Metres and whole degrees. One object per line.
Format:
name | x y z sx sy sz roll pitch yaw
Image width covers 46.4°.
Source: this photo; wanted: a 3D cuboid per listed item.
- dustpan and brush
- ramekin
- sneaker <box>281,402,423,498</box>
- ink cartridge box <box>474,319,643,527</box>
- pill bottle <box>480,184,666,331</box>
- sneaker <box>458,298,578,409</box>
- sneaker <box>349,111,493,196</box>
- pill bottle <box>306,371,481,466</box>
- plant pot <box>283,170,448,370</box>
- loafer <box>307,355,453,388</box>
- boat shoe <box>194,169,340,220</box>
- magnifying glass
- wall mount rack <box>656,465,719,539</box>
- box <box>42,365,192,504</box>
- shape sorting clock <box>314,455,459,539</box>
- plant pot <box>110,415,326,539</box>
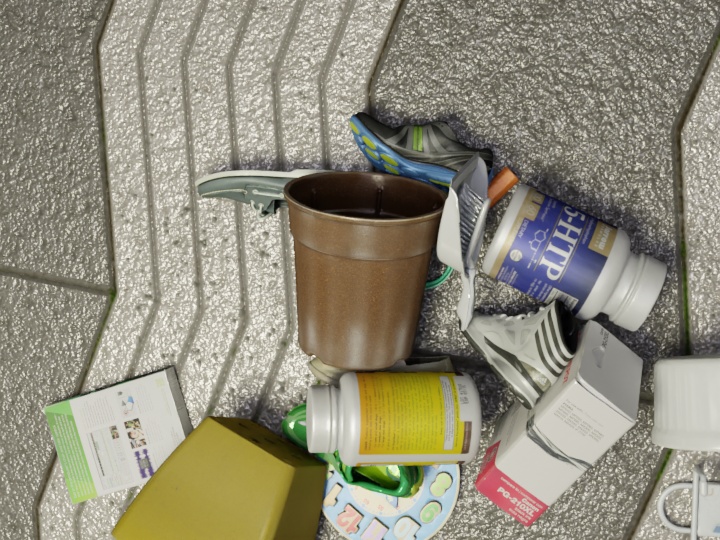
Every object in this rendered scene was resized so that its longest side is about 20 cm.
dustpan and brush | 0.124 -0.023 0.989 0.057 0.140 0.202 19 117 14
ramekin | 0.432 0.145 0.958 0.198 0.200 0.099 -5 85 11
sneaker | -0.012 0.224 1.067 0.198 0.084 0.075 23 89 16
ink cartridge box | 0.234 0.177 0.984 0.084 0.145 0.201 36 122 3
pill bottle | 0.258 -0.011 1.017 0.198 0.120 0.121 26 97 8
sneaker | 0.198 0.078 1.008 0.115 0.201 0.076 -42 114 3
sneaker | 0.078 -0.157 1.077 0.198 0.071 0.083 23 74 12
pill bottle | 0.037 0.175 0.997 0.197 0.109 0.111 1 93 -9
plant pot | 0.000 0.000 1.027 0.198 0.200 0.201 9 112 10
loafer | 0.031 0.126 1.094 0.197 0.076 0.069 10 94 0
boat shoe | -0.122 -0.099 1.108 0.197 0.073 0.063 -1 89 5
magnifying glass | 0.125 -0.055 1.089 0.200 0.022 0.080 -44 85 9
wall mount rack | 0.467 0.331 1.019 0.197 0.075 0.176 1 93 11
box | -0.336 0.232 1.184 0.198 0.036 0.146 -17 90 10
shape sorting clock | 0.033 0.273 1.115 0.197 0.039 0.203 1 94 10
plant pot | -0.153 0.296 1.066 0.198 0.200 0.178 26 87 20
